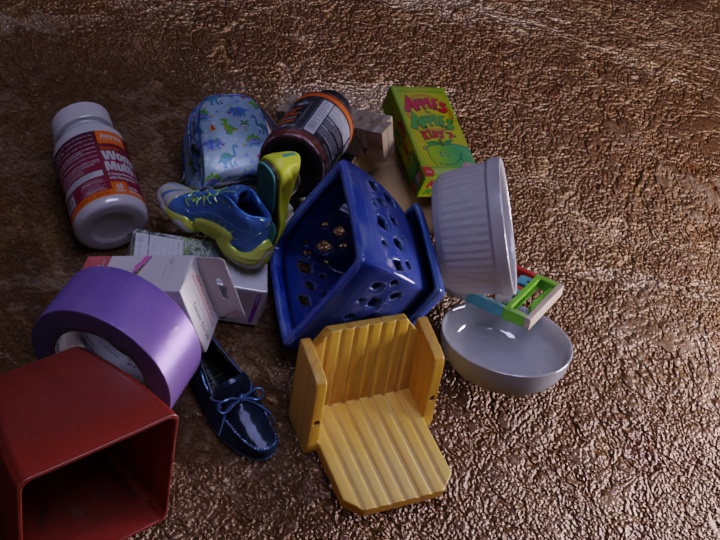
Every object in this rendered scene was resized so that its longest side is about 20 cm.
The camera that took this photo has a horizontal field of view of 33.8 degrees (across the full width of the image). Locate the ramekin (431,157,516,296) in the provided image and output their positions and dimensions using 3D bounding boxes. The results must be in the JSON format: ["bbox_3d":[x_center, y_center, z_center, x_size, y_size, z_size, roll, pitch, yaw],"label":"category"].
[{"bbox_3d":[0.167,-0.060,1.742,0.103,0.202,0.202,-6,49,11],"label":"ramekin"}]

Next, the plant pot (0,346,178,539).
[{"bbox_3d":[-0.350,0.212,1.393,0.198,0.202,0.176,-22,52,-34],"label":"plant pot"}]

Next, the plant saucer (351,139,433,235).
[{"bbox_3d":[0.073,-0.123,1.882,0.197,0.036,0.202,11,49,-13],"label":"plant saucer"}]

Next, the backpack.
[{"bbox_3d":[-0.198,-0.169,1.799,0.160,0.155,0.201,-4,42,-16],"label":"backpack"}]

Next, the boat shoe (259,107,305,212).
[{"bbox_3d":[-0.120,-0.176,1.871,0.062,0.073,0.202,-13,63,-34],"label":"boat shoe"}]

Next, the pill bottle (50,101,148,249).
[{"bbox_3d":[-0.381,-0.139,1.708,0.108,0.110,0.202,-7,56,-26],"label":"pill bottle"}]

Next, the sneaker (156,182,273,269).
[{"bbox_3d":[-0.195,-0.092,1.649,0.198,0.106,0.076,32,36,16],"label":"sneaker"}]

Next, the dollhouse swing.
[{"bbox_3d":[0.031,0.189,1.578,0.197,0.184,0.176,-7,35,-27],"label":"dollhouse swing"}]

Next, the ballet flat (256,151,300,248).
[{"bbox_3d":[-0.120,-0.093,1.671,0.067,0.201,0.067,-32,65,-34],"label":"ballet flat"}]

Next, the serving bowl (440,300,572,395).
[{"bbox_3d":[0.209,0.124,1.743,0.197,0.067,0.201,9,29,-5],"label":"serving bowl"}]

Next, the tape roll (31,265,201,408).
[{"bbox_3d":[-0.305,0.098,1.485,0.198,0.201,0.085,28,47,2],"label":"tape roll"}]

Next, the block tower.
[{"bbox_3d":[-0.037,-0.228,1.895,0.198,0.058,0.054,17,43,26],"label":"block tower"}]

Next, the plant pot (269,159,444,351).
[{"bbox_3d":[0.000,0.000,1.678,0.178,0.200,0.202,20,39,-33],"label":"plant pot"}]

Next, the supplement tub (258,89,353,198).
[{"bbox_3d":[-0.072,-0.197,1.758,0.106,0.108,0.201,26,35,1],"label":"supplement tub"}]

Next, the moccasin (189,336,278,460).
[{"bbox_3d":[-0.180,0.163,1.571,0.080,0.069,0.200,-30,68,-37],"label":"moccasin"}]

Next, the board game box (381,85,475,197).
[{"bbox_3d":[0.113,-0.210,1.913,0.100,0.048,0.202,-2,53,-23],"label":"board game box"}]

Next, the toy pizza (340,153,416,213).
[{"bbox_3d":[0.004,-0.153,1.927,0.197,0.032,0.202,11,49,-12],"label":"toy pizza"}]

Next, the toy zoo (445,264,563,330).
[{"bbox_3d":[0.200,0.018,1.831,0.198,0.021,0.131,25,35,23],"label":"toy zoo"}]

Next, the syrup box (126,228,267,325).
[{"bbox_3d":[-0.231,0.010,1.665,0.197,0.082,0.080,10,47,-16],"label":"syrup box"}]

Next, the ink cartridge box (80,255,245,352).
[{"bbox_3d":[-0.261,0.044,1.549,0.197,0.117,0.068,-1,44,17],"label":"ink cartridge box"}]
